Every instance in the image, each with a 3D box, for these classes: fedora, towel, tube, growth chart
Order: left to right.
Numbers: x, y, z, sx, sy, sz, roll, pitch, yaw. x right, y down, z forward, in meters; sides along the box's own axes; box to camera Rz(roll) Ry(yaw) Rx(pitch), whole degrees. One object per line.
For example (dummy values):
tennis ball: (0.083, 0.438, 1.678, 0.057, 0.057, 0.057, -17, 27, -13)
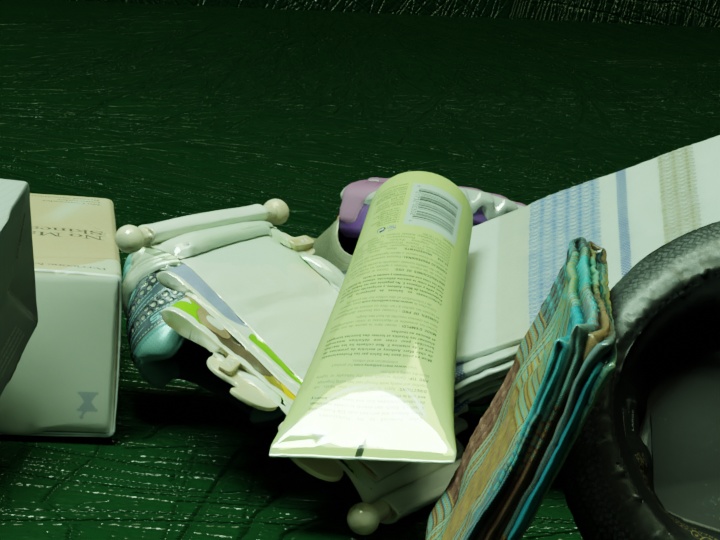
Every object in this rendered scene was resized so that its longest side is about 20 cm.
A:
growth chart: (-0.023, 0.036, 1.017, 0.144, 0.018, 0.200, -6, 46, -51)
tube: (0.013, 0.026, 1.001, 0.052, 0.058, 0.200, 43, 28, -16)
towel: (0.050, 0.066, 0.818, 0.022, 0.147, 0.200, 27, 12, 0)
towel: (0.121, -0.006, 1.044, 0.199, 0.024, 0.147, -20, 26, 14)
fedora: (0.173, 0.076, 0.870, 0.199, 0.202, 0.092, 6, -20, 5)

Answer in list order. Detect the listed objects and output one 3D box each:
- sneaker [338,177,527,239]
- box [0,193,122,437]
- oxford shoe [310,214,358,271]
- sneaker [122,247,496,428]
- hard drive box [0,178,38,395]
sneaker: (0.069, 0.009, 1.185, 0.199, 0.089, 0.080, 19, -2, -36)
box: (-0.165, 0.017, 1.115, 0.094, 0.078, 0.200, 3, 11, -10)
oxford shoe: (0.000, 0.000, 1.288, 0.070, 0.074, 0.200, 1, 12, -22)
sneaker: (-0.022, 0.047, 1.105, 0.198, 0.078, 0.087, 12, 39, -10)
hard drive box: (-0.250, 0.023, 0.933, 0.198, 0.077, 0.156, 6, 33, 7)
